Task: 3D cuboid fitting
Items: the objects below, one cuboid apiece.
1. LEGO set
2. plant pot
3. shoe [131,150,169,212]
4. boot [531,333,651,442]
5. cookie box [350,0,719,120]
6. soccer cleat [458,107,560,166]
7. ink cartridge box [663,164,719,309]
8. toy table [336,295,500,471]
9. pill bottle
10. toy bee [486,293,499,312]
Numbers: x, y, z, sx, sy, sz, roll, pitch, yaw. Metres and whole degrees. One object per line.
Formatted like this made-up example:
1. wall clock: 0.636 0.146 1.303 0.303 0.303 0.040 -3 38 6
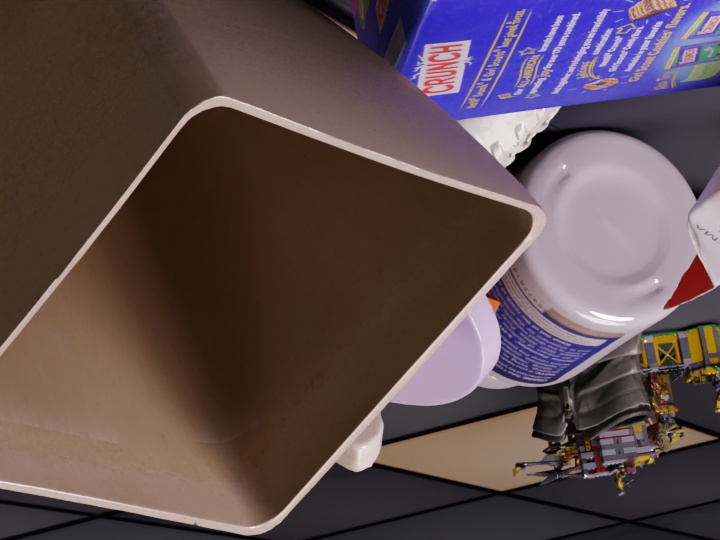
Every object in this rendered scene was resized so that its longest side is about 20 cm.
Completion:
1. LEGO set: 0.222 0.126 2.083 0.153 0.117 0.200 -3 164 -23
2. plant pot: -0.082 -0.034 1.060 0.199 0.177 0.200 17 123 -45
3. shoe: -0.089 -0.064 1.271 0.071 0.091 0.200 -32 -169 8
4. boot: 0.176 0.037 1.690 0.067 0.131 0.200 0 163 -34
5. cookie box: 0.106 -0.131 1.115 0.199 0.076 0.171 -8 166 -10
6. soccer cleat: 0.062 -0.074 1.283 0.199 0.087 0.070 -20 162 33
7. ink cartridge box: 0.207 -0.075 1.271 0.050 0.163 0.200 35 162 -6
8. toy table: -0.040 0.029 1.373 0.199 0.185 0.117 17 -139 30
9. pill bottle: 0.113 0.003 1.544 0.119 0.120 0.200 -4 164 -21
10. toy bee: 0.000 0.000 1.489 0.108 0.132 0.200 22 165 -19
